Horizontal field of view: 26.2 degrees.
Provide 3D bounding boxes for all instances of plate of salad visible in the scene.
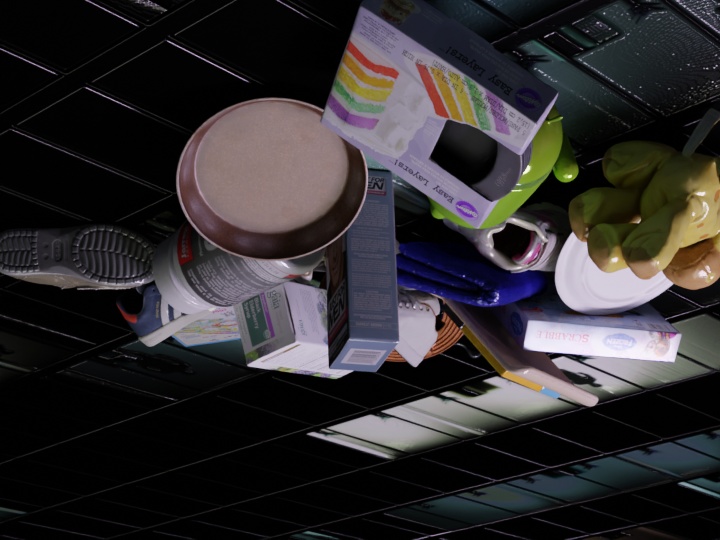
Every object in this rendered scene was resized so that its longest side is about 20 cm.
[{"bbox_3d":[0.310,-0.030,1.780,0.198,0.048,0.202,-14,135,-15],"label":"plate of salad"}]

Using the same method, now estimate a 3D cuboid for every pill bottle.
[{"bbox_3d":[-0.142,-0.024,1.764,0.113,0.115,0.199,20,149,-41],"label":"pill bottle"}]

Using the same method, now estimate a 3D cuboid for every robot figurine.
[{"bbox_3d":[0.131,-0.118,1.555,0.173,0.117,0.200,13,154,-11],"label":"robot figurine"}]

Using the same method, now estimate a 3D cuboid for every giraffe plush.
[{"bbox_3d":[0.347,-0.052,1.649,0.200,0.173,0.162,-41,130,11],"label":"giraffe plush"}]

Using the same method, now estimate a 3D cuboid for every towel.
[{"bbox_3d":[0.127,-0.002,1.791,0.146,0.050,0.200,14,-170,21],"label":"towel"}]

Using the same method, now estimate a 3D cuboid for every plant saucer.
[{"bbox_3d":[-0.091,-0.100,1.601,0.197,0.035,0.202,-2,128,-3],"label":"plant saucer"}]

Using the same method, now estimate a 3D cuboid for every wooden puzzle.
[{"bbox_3d":[0.175,0.092,1.864,0.184,0.200,0.037,25,104,-49],"label":"wooden puzzle"}]

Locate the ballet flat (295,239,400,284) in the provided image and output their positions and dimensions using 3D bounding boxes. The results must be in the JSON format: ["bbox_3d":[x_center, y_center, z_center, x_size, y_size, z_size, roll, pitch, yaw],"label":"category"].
[{"bbox_3d":[-0.047,-0.013,1.859,0.197,0.064,0.068,2,153,-6],"label":"ballet flat"}]

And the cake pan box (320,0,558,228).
[{"bbox_3d":[0.070,-0.148,1.420,0.199,0.052,0.185,35,150,5],"label":"cake pan box"}]

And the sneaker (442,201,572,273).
[{"bbox_3d":[0.188,-0.032,1.761,0.198,0.088,0.082,13,117,-32],"label":"sneaker"}]

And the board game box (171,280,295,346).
[{"bbox_3d":[-0.169,0.051,2.042,0.198,0.035,0.135,-8,156,17],"label":"board game box"}]

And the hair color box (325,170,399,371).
[{"bbox_3d":[0.000,0.000,1.715,0.060,0.202,0.099,5,157,-14],"label":"hair color box"}]

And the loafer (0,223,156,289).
[{"bbox_3d":[-0.337,-0.016,1.846,0.197,0.076,0.070,6,168,-6],"label":"loafer"}]

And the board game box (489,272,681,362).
[{"bbox_3d":[0.262,0.050,1.897,0.197,0.042,0.200,6,-161,-15],"label":"board game box"}]

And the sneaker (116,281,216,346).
[{"bbox_3d":[-0.227,0.019,1.929,0.199,0.075,0.085,-33,110,28],"label":"sneaker"}]

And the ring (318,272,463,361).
[{"bbox_3d":[0.042,0.049,1.964,0.198,0.019,0.202,5,133,5],"label":"ring"}]

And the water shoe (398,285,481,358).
[{"bbox_3d":[0.093,0.066,2.031,0.198,0.080,0.071,10,154,-25],"label":"water shoe"}]

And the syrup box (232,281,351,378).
[{"bbox_3d":[-0.061,0.074,1.868,0.081,0.080,0.199,-25,160,27],"label":"syrup box"}]

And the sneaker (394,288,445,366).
[{"bbox_3d":[0.043,0.042,1.877,0.085,0.073,0.200,-46,146,1],"label":"sneaker"}]
